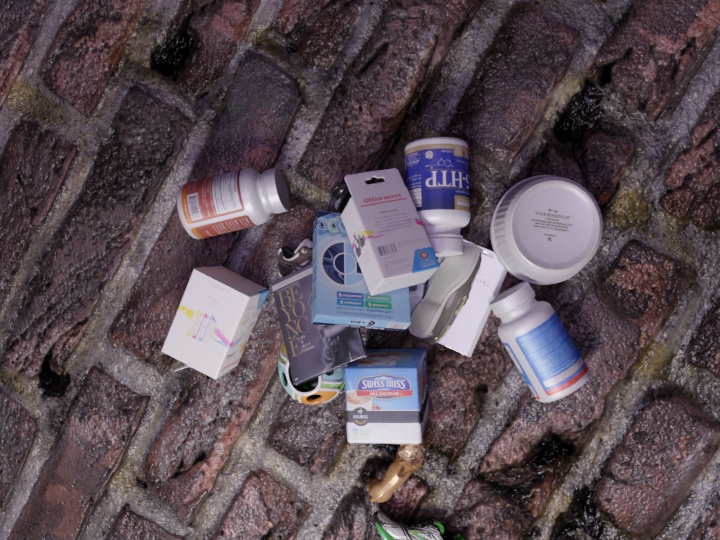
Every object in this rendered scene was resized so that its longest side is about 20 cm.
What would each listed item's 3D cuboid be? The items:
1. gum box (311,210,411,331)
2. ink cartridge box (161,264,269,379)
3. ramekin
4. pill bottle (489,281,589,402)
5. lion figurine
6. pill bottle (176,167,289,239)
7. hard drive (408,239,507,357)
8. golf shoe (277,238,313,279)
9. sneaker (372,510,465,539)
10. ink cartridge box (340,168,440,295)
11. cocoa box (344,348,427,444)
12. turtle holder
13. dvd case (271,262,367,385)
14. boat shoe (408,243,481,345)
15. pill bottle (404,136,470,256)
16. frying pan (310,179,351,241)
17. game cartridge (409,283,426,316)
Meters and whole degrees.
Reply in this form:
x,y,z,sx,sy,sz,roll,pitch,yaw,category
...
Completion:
x,y,z,sx,sy,sz,roll,pitch,yaw,category
0.000,0.000,1.115,0.168,0.045,0.202,6,63,-14,gum box
-0.287,0.109,1.245,0.124,0.129,0.202,24,98,7,ink cartridge box
0.338,-0.076,1.135,0.199,0.094,0.206,0,89,3,ramekin
0.321,0.126,1.153,0.111,0.112,0.202,-30,90,10,pill bottle
0.066,0.387,1.207,0.072,0.122,0.202,29,98,6,lion figurine
-0.244,-0.135,1.231,0.197,0.112,0.114,-12,92,9,pill bottle
0.191,0.046,1.214,0.131,0.026,0.202,23,97,7,hard drive
-0.079,-0.015,1.203,0.198,0.078,0.096,-6,100,26,golf shoe
0.114,0.516,1.239,0.198,0.078,0.086,25,90,-2,sneaker
0.043,-0.070,1.097,0.114,0.068,0.202,-11,69,-25,ink cartridge box
0.053,0.222,1.159,0.131,0.200,0.133,-2,92,10,cocoa box
-0.092,0.166,1.214,0.139,0.132,0.188,9,95,9,turtle holder
-0.079,0.085,1.136,0.147,0.016,0.202,-24,66,19,dvd case
0.165,0.045,1.174,0.060,0.072,0.203,38,83,-39,boat shoe
0.141,-0.130,1.152,0.118,0.120,0.203,-2,86,9,pill bottle
-0.038,-0.087,1.223,0.115,0.031,0.192,38,107,40,frying pan
0.060,-0.004,1.215,0.131,0.041,0.203,-6,86,10,game cartridge
